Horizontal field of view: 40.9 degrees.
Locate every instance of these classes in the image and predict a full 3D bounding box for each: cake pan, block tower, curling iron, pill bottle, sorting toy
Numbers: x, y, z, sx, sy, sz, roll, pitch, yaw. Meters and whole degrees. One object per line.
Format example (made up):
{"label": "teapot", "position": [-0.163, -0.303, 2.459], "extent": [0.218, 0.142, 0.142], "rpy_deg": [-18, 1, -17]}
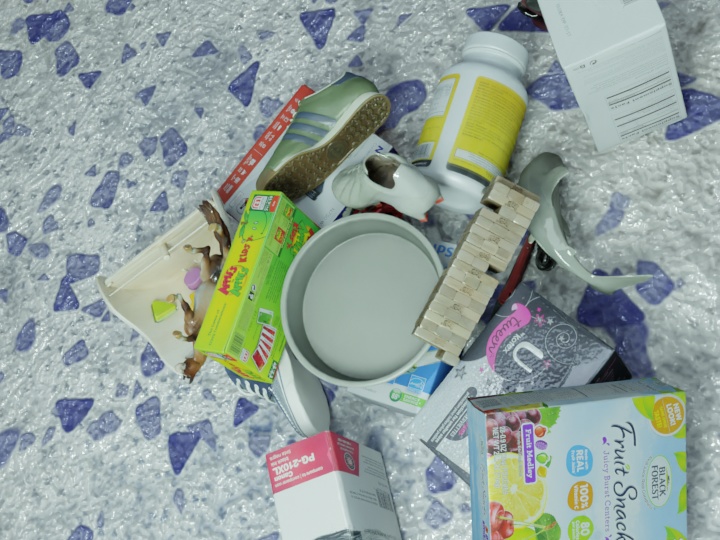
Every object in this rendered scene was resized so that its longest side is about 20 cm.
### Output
{"label": "cake pan", "position": [0.006, 0.035, 1.099], "extent": [0.199, 0.037, 0.202], "rpy_deg": [-5, 74, 19]}
{"label": "block tower", "position": [0.119, -0.001, 1.019], "extent": [0.058, 0.054, 0.201], "rpy_deg": [27, 87, -1]}
{"label": "curling iron", "position": [0.176, 0.037, 1.107], "extent": [0.049, 0.026, 0.201], "rpy_deg": [27, 83, 33]}
{"label": "pill bottle", "position": [0.136, -0.178, 1.159], "extent": [0.111, 0.112, 0.201], "rpy_deg": [13, 76, 28]}
{"label": "sorting toy", "position": [-0.211, 0.034, 1.228], "extent": [0.200, 0.107, 0.181], "rpy_deg": [-36, 54, 8]}

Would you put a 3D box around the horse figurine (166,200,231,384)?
{"label": "horse figurine", "position": [-0.181, 0.024, 1.132], "extent": [0.050, 0.133, 0.201], "rpy_deg": [9, 72, 15]}

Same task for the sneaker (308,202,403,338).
{"label": "sneaker", "position": [0.000, 0.000, 1.160], "extent": [0.085, 0.077, 0.201], "rpy_deg": [-1, 69, 47]}

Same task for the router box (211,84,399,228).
{"label": "router box", "position": [-0.070, -0.118, 1.266], "extent": [0.179, 0.049, 0.200], "rpy_deg": [38, 89, 31]}

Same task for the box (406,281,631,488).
{"label": "box", "position": [0.167, 0.137, 1.021], "extent": [0.132, 0.115, 0.200], "rpy_deg": [39, 89, 31]}

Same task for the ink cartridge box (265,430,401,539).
{"label": "ink cartridge box", "position": [-0.016, 0.289, 1.028], "extent": [0.084, 0.145, 0.201], "rpy_deg": [-23, 62, 16]}

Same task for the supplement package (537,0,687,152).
{"label": "supplement package", "position": [0.279, -0.237, 1.064], "extent": [0.109, 0.200, 0.114], "rpy_deg": [-21, 64, 17]}

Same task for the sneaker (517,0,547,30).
{"label": "sneaker", "position": [0.239, -0.379, 1.213], "extent": [0.115, 0.076, 0.201], "rpy_deg": [-27, 62, 16]}

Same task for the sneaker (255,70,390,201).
{"label": "sneaker", "position": [-0.059, -0.173, 1.221], "extent": [0.200, 0.067, 0.090], "rpy_deg": [-39, 52, 6]}

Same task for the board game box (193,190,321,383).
{"label": "board game box", "position": [-0.116, 0.019, 1.135], "extent": [0.047, 0.102, 0.201], "rpy_deg": [6, 68, 33]}

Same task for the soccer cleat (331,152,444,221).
{"label": "soccer cleat", "position": [0.019, -0.107, 1.115], "extent": [0.069, 0.078, 0.200], "rpy_deg": [-52, 31, -12]}

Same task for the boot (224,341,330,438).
{"label": "boot", "position": [-0.108, 0.136, 1.181], "extent": [0.090, 0.073, 0.201], "rpy_deg": [-36, 52, 16]}

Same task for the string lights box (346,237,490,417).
{"label": "string lights box", "position": [0.070, 0.066, 1.125], "extent": [0.102, 0.059, 0.201], "rpy_deg": [14, 77, 28]}

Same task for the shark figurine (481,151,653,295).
{"label": "shark figurine", "position": [0.221, -0.064, 1.059], "extent": [0.090, 0.127, 0.215], "rpy_deg": [-59, 41, 44]}

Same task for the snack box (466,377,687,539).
{"label": "snack box", "position": [0.206, 0.198, 0.919], "extent": [0.199, 0.068, 0.170], "rpy_deg": [-6, 98, -11]}
